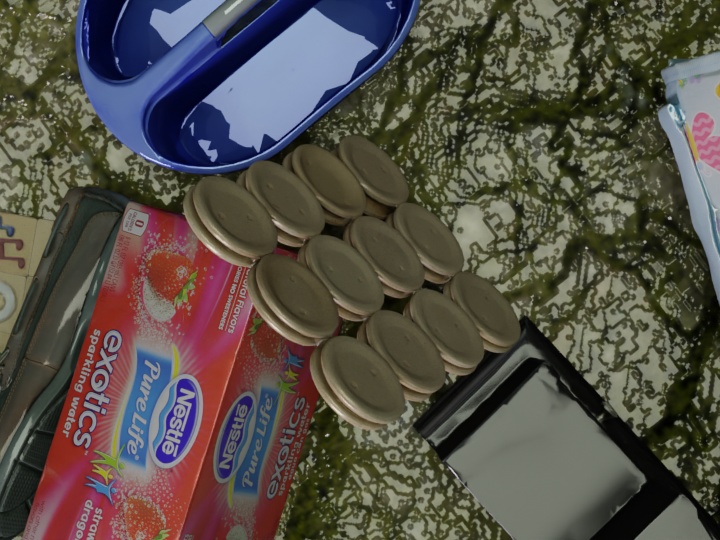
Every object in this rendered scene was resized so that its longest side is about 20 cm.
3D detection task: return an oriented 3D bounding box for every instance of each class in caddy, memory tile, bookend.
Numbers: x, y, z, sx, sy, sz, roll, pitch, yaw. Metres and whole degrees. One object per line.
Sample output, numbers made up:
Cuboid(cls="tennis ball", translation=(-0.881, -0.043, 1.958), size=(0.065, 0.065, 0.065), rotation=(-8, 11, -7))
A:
Cuboid(cls="caddy", translation=(-0.059, -0.141, 0.958), size=(0.200, 0.105, 0.142), rotation=(-40, 90, -1))
Cuboid(cls="memory tile", translation=(0.000, 0.000, 0.912), size=(0.017, 0.200, 0.154), rotation=(-44, 80, 29))
Cuboid(cls="bookend", translation=(0.128, 0.126, 0.908), size=(0.092, 0.199, 0.200), rotation=(-43, 88, -1))

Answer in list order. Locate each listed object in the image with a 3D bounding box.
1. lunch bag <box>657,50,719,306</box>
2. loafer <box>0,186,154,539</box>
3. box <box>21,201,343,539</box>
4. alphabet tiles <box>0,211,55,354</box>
Cuboid(cls="lunch bag", translation=(0.267, -0.058, 0.951), size=(0.198, 0.127, 0.171), rotation=(-20, 91, -10))
Cuboid(cls="loafer", translation=(-0.172, 0.049, 0.976), size=(0.062, 0.072, 0.201), rotation=(24, 81, 20))
Cuboid(cls="box", translation=(-0.091, 0.077, 0.944), size=(0.099, 0.095, 0.202), rotation=(17, 89, 30))
Cuboid(cls="alphabet tiles", translation=(-0.229, 0.047, 1.004), size=(0.198, 0.006, 0.168), rotation=(10, 89, 0))
